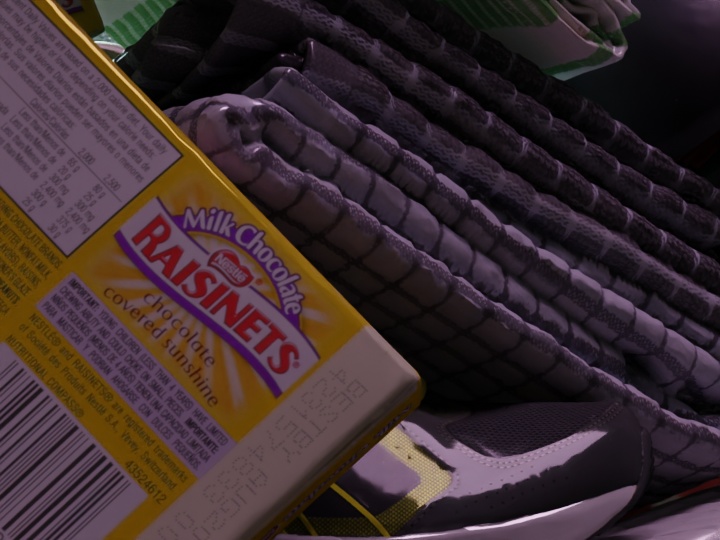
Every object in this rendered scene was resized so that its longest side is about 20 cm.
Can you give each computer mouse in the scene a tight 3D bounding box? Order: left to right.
[{"bbox_3d":[0.077,-0.071,0.828,0.053,0.138,0.200,50,-3,-8],"label":"computer mouse"}]

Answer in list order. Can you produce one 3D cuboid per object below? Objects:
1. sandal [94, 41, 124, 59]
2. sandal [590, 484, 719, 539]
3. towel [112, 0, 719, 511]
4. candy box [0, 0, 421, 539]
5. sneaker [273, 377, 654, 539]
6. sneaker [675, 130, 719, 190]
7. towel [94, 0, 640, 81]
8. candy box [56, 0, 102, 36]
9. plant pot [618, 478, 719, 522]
[{"bbox_3d":[-0.059,0.002,0.913,0.080,0.201,0.057,-31,-20,-15],"label":"sandal"},{"bbox_3d":[0.094,0.083,0.703,0.202,0.050,0.082,-15,-3,-40],"label":"sandal"},{"bbox_3d":[0.000,0.000,0.759,0.200,0.086,0.165,32,-31,-24],"label":"towel"},{"bbox_3d":[-0.090,-0.009,0.635,0.200,0.102,0.026,46,-12,14],"label":"candy box"},{"bbox_3d":[-0.028,0.039,0.676,0.199,0.085,0.074,-4,2,-1],"label":"sneaker"},{"bbox_3d":[0.137,-0.026,0.862,0.098,0.071,0.200,43,19,-7],"label":"sneaker"},{"bbox_3d":[-0.043,-0.098,0.725,0.200,0.023,0.152,37,-34,-30],"label":"towel"},{"bbox_3d":[-0.168,-0.047,0.775,0.102,0.026,0.200,-29,16,-37],"label":"candy box"},{"bbox_3d":[0.069,0.005,1.000,0.177,0.201,0.200,22,10,31],"label":"plant pot"}]
